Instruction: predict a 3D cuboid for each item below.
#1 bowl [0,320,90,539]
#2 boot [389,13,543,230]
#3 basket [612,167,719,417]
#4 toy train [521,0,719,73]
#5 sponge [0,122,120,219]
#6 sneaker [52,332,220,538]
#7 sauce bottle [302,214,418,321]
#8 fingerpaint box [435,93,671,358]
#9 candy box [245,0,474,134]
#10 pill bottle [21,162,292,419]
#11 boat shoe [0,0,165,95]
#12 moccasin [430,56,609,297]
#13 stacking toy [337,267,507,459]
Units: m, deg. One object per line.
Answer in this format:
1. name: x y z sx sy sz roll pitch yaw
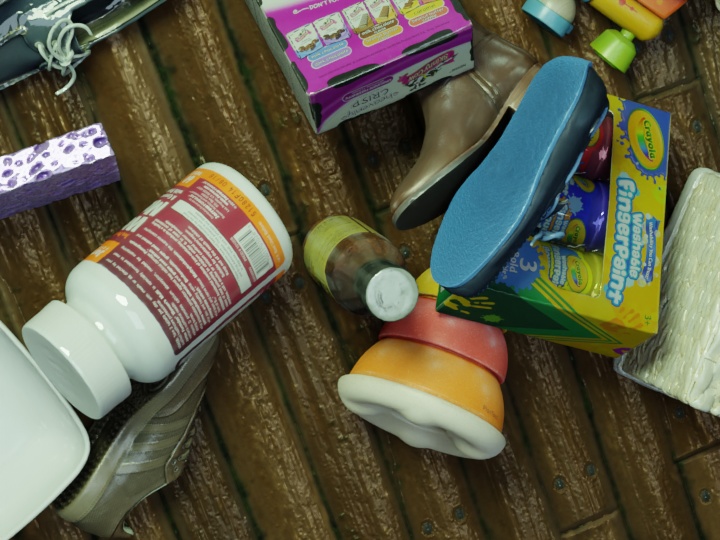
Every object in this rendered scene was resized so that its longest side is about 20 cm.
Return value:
1. bowl: -0.336 0.126 1.295 0.200 0.075 0.200 -39 105 -5
2. boot: 0.026 -0.148 1.284 0.200 0.064 0.186 40 68 17
3. basket: 0.354 0.039 1.393 0.197 0.161 0.201 21 92 -14
4. toy train: 0.239 -0.212 1.369 0.199 0.085 0.116 32 102 -16
5. sponge: -0.283 -0.058 1.256 0.199 0.112 0.030 -21 86 -9
6. sneaker: -0.168 0.129 1.348 0.075 0.070 0.200 36 94 -34
7. sauce bottle: 0.000 0.000 1.284 0.066 0.200 0.066 -2 100 -10
8. fingerpaint box: 0.159 -0.050 1.333 0.166 0.073 0.201 15 66 -15
9. candy box: -0.016 -0.217 1.260 0.136 0.061 0.201 -23 64 -7
10. pill bottle: -0.156 0.016 1.271 0.200 0.109 0.110 -41 106 -23
11. boat shoe: -0.225 -0.188 1.265 0.200 0.075 0.062 -34 69 -12
12. moccasin: 0.130 -0.060 1.226 0.068 0.080 0.200 36 88 -44
13. stacking toy: 0.079 0.044 1.367 0.146 0.146 0.201 26 74 -15
